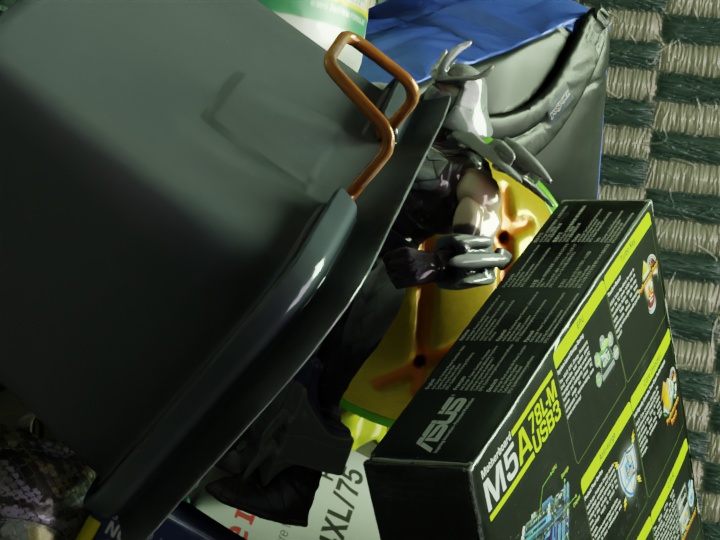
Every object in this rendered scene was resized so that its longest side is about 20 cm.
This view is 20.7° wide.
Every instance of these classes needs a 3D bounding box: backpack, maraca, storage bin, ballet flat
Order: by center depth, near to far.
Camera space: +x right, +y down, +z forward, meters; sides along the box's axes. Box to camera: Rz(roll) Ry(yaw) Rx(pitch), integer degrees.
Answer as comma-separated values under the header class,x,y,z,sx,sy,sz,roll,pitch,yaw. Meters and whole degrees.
class,x,y,z,sx,sy,sz,roll,pitch,yaw
storage bin,-0.065,-0.034,0.642,0.146,0.134,0.200,-47,-172,28
ballet flat,-0.106,0.070,0.740,0.200,0.071,0.073,-3,99,-80
maraca,0.043,0.013,0.884,0.138,0.199,0.107,-56,-177,0
backpack,0.017,-0.060,1.063,0.199,0.167,0.164,-27,125,-38

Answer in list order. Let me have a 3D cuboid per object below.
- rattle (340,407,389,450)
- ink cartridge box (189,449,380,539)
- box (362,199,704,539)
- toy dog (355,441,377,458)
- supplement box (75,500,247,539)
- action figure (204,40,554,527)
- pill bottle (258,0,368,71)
class,x,y,z,sx,sy,sz,roll,pitch,yaw
rattle,0.014,0.128,0.955,0.130,0.142,0.202,-19,-94,57
ink cartridge box,-0.009,0.187,0.860,0.147,0.199,0.147,-60,-174,39
box,0.077,0.102,0.748,0.200,0.047,0.195,-49,131,-51
toy dog,0.011,0.125,1.107,0.199,0.193,0.141,25,83,-44
supplement box,-0.077,0.189,0.679,0.201,0.108,0.110,-62,166,-5
action figure,0.000,0.000,0.782,0.069,0.130,0.201,24,96,-35
pill bottle,-0.044,-0.182,0.799,0.113,0.112,0.202,16,81,-79
